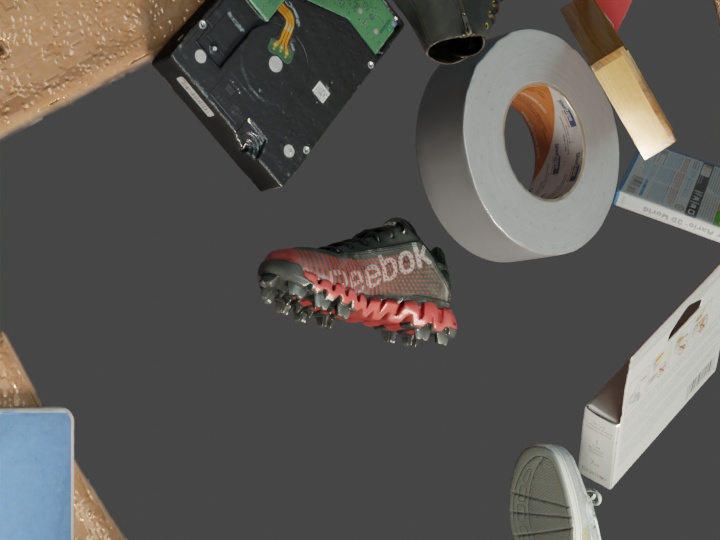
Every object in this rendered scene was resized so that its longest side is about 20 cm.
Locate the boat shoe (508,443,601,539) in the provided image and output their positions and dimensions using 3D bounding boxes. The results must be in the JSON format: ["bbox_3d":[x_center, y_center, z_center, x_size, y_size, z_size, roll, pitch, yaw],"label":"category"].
[{"bbox_3d":[0.187,0.245,1.269,0.064,0.074,0.204,-27,106,-43],"label":"boat shoe"}]

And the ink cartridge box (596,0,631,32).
[{"bbox_3d":[0.235,-0.358,1.388,0.200,0.044,0.177,42,60,-27],"label":"ink cartridge box"}]

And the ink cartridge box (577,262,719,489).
[{"bbox_3d":[0.277,0.081,1.317,0.200,0.043,0.175,-39,143,-35],"label":"ink cartridge box"}]

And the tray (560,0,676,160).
[{"bbox_3d":[0.233,-0.182,1.292,0.099,0.037,0.201,55,14,-20],"label":"tray"}]

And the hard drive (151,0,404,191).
[{"bbox_3d":[-0.061,-0.182,1.136,0.140,0.038,0.201,48,59,-24],"label":"hard drive"}]

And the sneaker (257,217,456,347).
[{"bbox_3d":[0.000,0.000,1.144,0.199,0.070,0.099,14,77,-39],"label":"sneaker"}]

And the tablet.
[{"bbox_3d":[-0.253,0.194,0.957,0.129,0.014,0.203,3,84,-39],"label":"tablet"}]

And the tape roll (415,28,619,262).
[{"bbox_3d":[0.144,-0.111,1.275,0.198,0.066,0.203,4,83,-39],"label":"tape roll"}]

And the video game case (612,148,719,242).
[{"bbox_3d":[0.348,-0.061,1.343,0.143,0.198,0.018,-49,156,-58],"label":"video game case"}]

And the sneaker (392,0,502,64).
[{"bbox_3d":[0.106,-0.239,1.234,0.198,0.075,0.107,-16,74,-34],"label":"sneaker"}]
